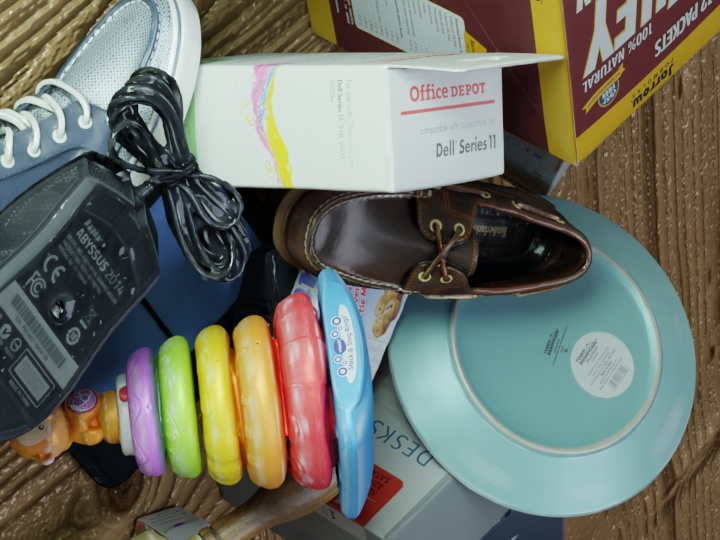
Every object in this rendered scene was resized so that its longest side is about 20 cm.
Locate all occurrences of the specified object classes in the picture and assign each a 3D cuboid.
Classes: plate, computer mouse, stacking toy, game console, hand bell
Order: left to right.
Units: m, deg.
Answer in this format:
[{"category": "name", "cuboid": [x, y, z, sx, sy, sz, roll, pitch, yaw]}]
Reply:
[{"category": "computer mouse", "cuboid": [-0.150, 0.003, 1.452, 0.200, 0.053, 0.139, -47, 133, -24]}, {"category": "game console", "cuboid": [-0.122, 0.014, 1.626, 0.177, 0.031, 0.200, -52, 146, -14]}, {"category": "stacking toy", "cuboid": [-0.094, 0.074, 1.577, 0.199, 0.117, 0.110, -6, 148, -3]}, {"category": "hand bell", "cuboid": [-0.078, 0.154, 1.667, 0.200, 0.104, 0.104, -33, 142, -7]}, {"category": "computer mouse", "cuboid": [-0.033, -0.026, 1.659, 0.058, 0.034, 0.201, -17, 128, -45]}, {"category": "plate", "cuboid": [0.113, 0.046, 1.727, 0.200, 0.200, 0.026, -42, 179, -27]}]

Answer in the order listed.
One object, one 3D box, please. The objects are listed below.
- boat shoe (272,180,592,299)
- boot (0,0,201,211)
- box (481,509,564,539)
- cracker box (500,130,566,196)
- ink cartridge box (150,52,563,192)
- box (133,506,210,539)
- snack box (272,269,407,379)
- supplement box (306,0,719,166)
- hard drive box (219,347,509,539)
[{"category": "boat shoe", "cuboid": [0.045, -0.020, 1.634, 0.199, 0.070, 0.071, -2, 112, -39]}, {"category": "boot", "cuboid": [-0.157, -0.065, 1.478, 0.090, 0.073, 0.201, 26, 88, -49]}, {"category": "box", "cuboid": [0.075, 0.154, 1.988, 0.158, 0.051, 0.201, -37, 140, -35]}, {"category": "cracker box", "cuboid": [0.131, -0.123, 1.770, 0.134, 0.058, 0.200, -58, 176, -7]}, {"category": "ink cartridge box", "cuboid": [-0.003, -0.078, 1.519, 0.117, 0.199, 0.068, -12, 102, -55]}, {"category": "box", "cuboid": [-0.131, 0.241, 1.778, 0.041, 0.039, 0.201, -11, 123, -49]}, {"category": "snack box", "cuboid": [0.000, 0.000, 1.670, 0.072, 0.024, 0.201, 17, 97, -46]}, {"category": "supplement box", "cuboid": [0.075, -0.201, 1.576, 0.133, 0.200, 0.198, -43, 144, -27]}, {"category": "hard drive box", "cuboid": [0.030, 0.089, 1.779, 0.200, 0.155, 0.077, -44, 144, -26]}]
